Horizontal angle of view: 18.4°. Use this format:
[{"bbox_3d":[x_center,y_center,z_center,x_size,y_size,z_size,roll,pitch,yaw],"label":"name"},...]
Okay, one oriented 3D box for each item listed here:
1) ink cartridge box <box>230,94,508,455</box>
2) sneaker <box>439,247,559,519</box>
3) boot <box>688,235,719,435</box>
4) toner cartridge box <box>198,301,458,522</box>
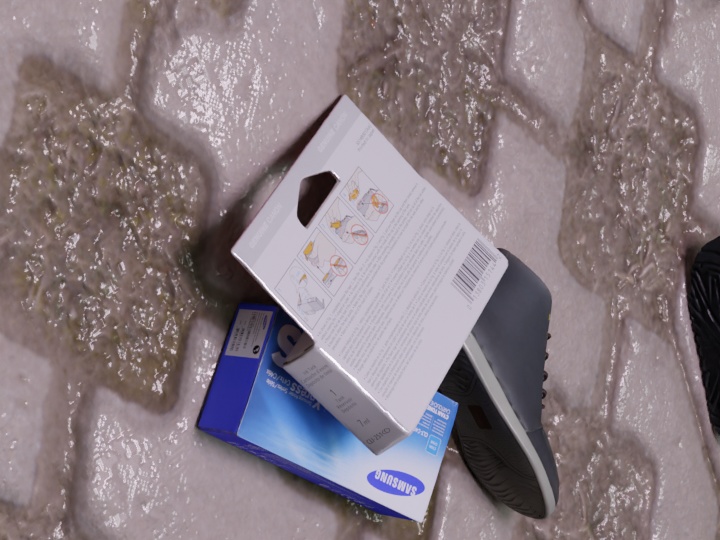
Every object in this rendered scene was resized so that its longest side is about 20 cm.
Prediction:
[{"bbox_3d":[0.000,0.000,1.541,0.176,0.045,0.200,45,43,-11],"label":"ink cartridge box"},{"bbox_3d":[0.123,0.087,1.684,0.106,0.075,0.200,-43,121,-33],"label":"sneaker"},{"bbox_3d":[0.367,0.035,1.913,0.168,0.076,0.201,-28,120,-35],"label":"boot"},{"bbox_3d":[-0.019,0.102,1.570,0.200,0.043,0.095,29,74,-42],"label":"toner cartridge box"}]
